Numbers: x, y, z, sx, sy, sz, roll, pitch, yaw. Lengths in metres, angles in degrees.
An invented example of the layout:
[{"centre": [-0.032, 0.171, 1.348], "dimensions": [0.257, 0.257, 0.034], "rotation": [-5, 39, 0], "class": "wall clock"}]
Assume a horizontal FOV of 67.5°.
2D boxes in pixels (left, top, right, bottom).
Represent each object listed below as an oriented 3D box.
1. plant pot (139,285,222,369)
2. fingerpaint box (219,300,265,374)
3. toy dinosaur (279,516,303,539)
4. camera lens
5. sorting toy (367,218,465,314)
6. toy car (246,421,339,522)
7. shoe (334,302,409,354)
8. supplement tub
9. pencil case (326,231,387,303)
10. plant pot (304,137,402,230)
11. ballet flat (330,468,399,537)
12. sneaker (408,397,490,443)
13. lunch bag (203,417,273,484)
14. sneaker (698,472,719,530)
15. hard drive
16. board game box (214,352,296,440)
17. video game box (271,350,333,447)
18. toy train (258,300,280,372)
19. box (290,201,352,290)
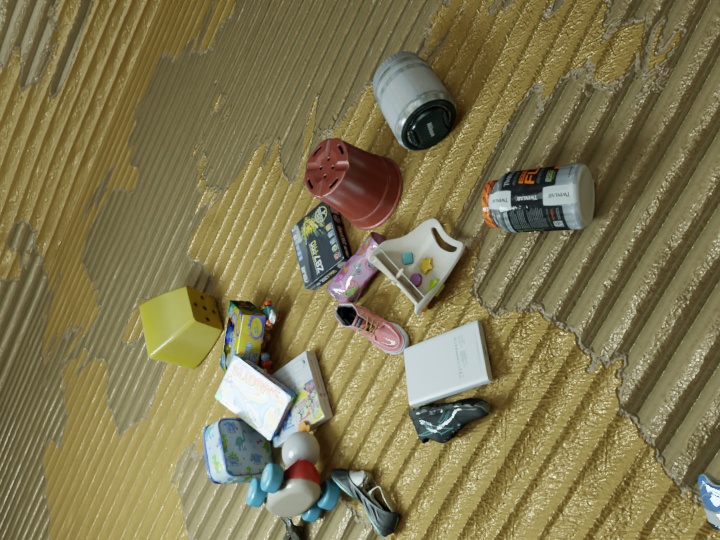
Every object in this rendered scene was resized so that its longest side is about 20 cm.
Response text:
[{"centre": [-0.561, 0.168, 1.732], "dimensions": [0.175, 0.199, 0.203], "rotation": [-35, 57, 15], "class": "plant pot"}, {"centre": [-0.342, 0.205, 1.548], "dimensions": [0.166, 0.072, 0.205], "rotation": [24, 106, 61], "class": "fingerpaint box"}, {"centre": [-0.175, 0.713, 1.335], "dimensions": [0.102, 0.076, 0.205], "rotation": [29, 103, 53], "class": "toy dinosaur"}, {"centre": [0.130, -0.407, 1.304], "dimensions": [0.159, 0.158, 0.203], "rotation": [-40, 55, 24], "class": "camera lens"}, {"centre": [0.147, -0.021, 1.234], "dimensions": [0.181, 0.106, 0.200], "rotation": [-49, 51, 10], "class": "sorting toy"}, {"centre": [-0.157, 0.475, 1.317], "dimensions": [0.177, 0.181, 0.203], "rotation": [-50, 25, 39], "class": "toy car"}, {"centre": [0.022, 0.138, 1.295], "dimensions": [0.198, 0.090, 0.073], "rotation": [30, 98, 41], "class": "shoe"}, {"centre": [0.350, -0.139, 1.068], "dimensions": [0.197, 0.121, 0.126], "rotation": [-1, 77, 40], "class": "supplement tub"}, {"centre": [0.000, 0.000, 1.360], "dimensions": [0.201, 0.087, 0.088], "rotation": [-51, 52, 19], "class": "pencil case"}, {"centre": [-0.027, -0.229, 1.368], "dimensions": [0.197, 0.193, 0.206], "rotation": [-13, 70, 37], "class": "plant pot"}, {"centre": [0.016, 0.505, 1.224], "dimensions": [0.199, 0.068, 0.069], "rotation": [38, 93, 31], "class": "ballet flat"}, {"centre": [0.190, 0.314, 1.127], "dimensions": [0.198, 0.074, 0.081], "rotation": [-24, 73, 44], "class": "sneaker"}, {"centre": [-0.321, 0.474, 1.427], "dimensions": [0.081, 0.199, 0.164], "rotation": [-29, 62, 22], "class": "lunch bag"}, {"centre": [0.589, 0.312, 0.770], "dimensions": [0.198, 0.075, 0.079], "rotation": [-30, 65, 29], "class": "sneaker"}, {"centre": [0.184, 0.204, 1.168], "dimensions": [0.198, 0.026, 0.135], "rotation": [-28, 51, 33], "class": "hard drive"}, {"centre": [-0.280, 0.332, 1.429], "dimensions": [0.197, 0.034, 0.138], "rotation": [31, 100, 16], "class": "board game box"}, {"centre": [-0.174, 0.344, 1.438], "dimensions": [0.199, 0.046, 0.185], "rotation": [-36, 56, 28], "class": "video game box"}, {"centre": [-0.257, 0.191, 1.526], "dimensions": [0.150, 0.054, 0.204], "rotation": [44, 122, 56], "class": "toy train"}, {"centre": [-0.110, -0.072, 1.494], "dimensions": [0.160, 0.049, 0.204], "rotation": [-35, 58, 32], "class": "box"}]
